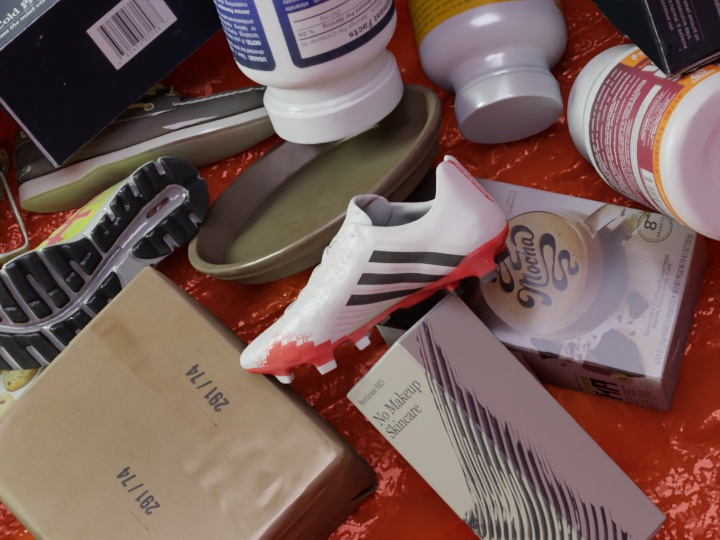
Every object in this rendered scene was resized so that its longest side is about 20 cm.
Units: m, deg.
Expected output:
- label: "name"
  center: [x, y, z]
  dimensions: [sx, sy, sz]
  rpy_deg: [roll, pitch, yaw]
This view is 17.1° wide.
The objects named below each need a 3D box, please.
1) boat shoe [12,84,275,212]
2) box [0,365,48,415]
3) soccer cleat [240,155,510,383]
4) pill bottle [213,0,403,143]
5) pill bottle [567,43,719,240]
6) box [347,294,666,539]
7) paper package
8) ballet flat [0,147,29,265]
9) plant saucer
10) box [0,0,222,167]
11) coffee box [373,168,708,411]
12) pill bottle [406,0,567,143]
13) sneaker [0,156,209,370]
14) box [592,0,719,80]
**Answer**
- label: "boat shoe"
  center: [-0.151, -0.098, 1.690]
  dimensions: [0.202, 0.072, 0.060]
  rpy_deg: [-17, 73, 9]
- label: "box"
  center: [-0.271, 0.134, 1.650]
  dimensions: [0.041, 0.039, 0.200]
  rpy_deg: [37, 81, 23]
- label: "soccer cleat"
  center: [0.000, 0.000, 1.509]
  dimensions: [0.200, 0.069, 0.085]
  rpy_deg: [-28, 101, 21]
- label: "pill bottle"
  center: [-0.042, -0.192, 1.588]
  dimensions: [0.116, 0.200, 0.116]
  rpy_deg: [-13, 31, 8]
- label: "pill bottle"
  center: [0.209, -0.089, 1.537]
  dimensions: [0.109, 0.200, 0.110]
  rpy_deg: [-4, 104, -15]
- label: "box"
  center: [0.092, 0.118, 1.519]
  dimensions: [0.200, 0.082, 0.068]
  rpy_deg: [45, 49, 5]
- label: "paper package"
  center: [-0.123, 0.134, 1.585]
  dimensions: [0.200, 0.103, 0.191]
  rpy_deg: [41, 82, 22]
- label: "ballet flat"
  center: [-0.264, 0.001, 1.685]
  dimensions: [0.069, 0.069, 0.200]
  rpy_deg: [-11, 69, 8]
- label: "plant saucer"
  center: [-0.027, -0.055, 1.611]
  dimensions: [0.200, 0.200, 0.029]
  rpy_deg: [-35, 111, -2]
- label: "box"
  center: [-0.198, -0.202, 1.680]
  dimensions: [0.200, 0.104, 0.182]
  rpy_deg: [-41, 38, -5]
- label: "coffee box"
  center: [0.119, 0.011, 1.590]
  dimensions: [0.200, 0.080, 0.113]
  rpy_deg: [12, 74, 15]
- label: "pill bottle"
  center: [0.083, -0.193, 1.657]
  dimensions: [0.104, 0.104, 0.200]
  rpy_deg: [-14, 68, 7]
- label: "sneaker"
  center: [-0.191, 0.001, 1.655]
  dimensions: [0.200, 0.090, 0.078]
  rpy_deg: [-38, 99, -15]
- label: "box"
  center: [0.231, -0.244, 1.511]
  dimensions: [0.196, 0.124, 0.200]
  rpy_deg: [-24, 30, -4]
